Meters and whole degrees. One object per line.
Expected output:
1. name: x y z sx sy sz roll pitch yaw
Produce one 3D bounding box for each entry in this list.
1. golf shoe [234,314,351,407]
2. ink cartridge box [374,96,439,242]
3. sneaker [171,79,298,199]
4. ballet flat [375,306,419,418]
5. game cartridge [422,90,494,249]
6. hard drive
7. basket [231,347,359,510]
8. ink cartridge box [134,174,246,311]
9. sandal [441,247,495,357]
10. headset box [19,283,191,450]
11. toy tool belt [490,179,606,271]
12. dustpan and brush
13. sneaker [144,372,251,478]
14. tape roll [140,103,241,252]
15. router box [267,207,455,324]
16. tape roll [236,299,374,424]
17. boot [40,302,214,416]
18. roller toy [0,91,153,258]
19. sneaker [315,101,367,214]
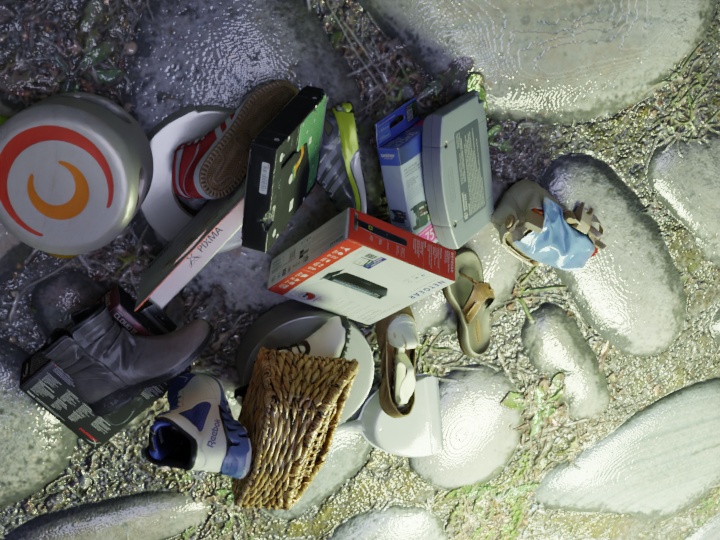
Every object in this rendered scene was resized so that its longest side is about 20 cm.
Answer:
1. golf shoe: -0.095 0.133 1.275 0.094 0.078 0.200 35 97 -27
2. ink cartridge box: 0.079 -0.130 1.277 0.119 0.042 0.200 -40 125 -45
3. sneaker: -0.166 -0.167 1.171 0.071 0.112 0.200 51 60 -25
4. ballet flat: 0.060 0.131 1.376 0.068 0.072 0.200 -1 99 -22
5. game cartridge: 0.138 -0.140 1.290 0.133 0.041 0.200 -33 124 -40
6. hard drive: -0.091 -0.128 1.111 0.038 0.200 0.140 16 124 9
7. basket: -0.080 0.221 1.204 0.149 0.143 0.200 10 119 -19
8. ink cartridge box: -0.199 -0.033 1.147 0.200 0.174 0.044 -45 109 5
9. sandal: 0.175 0.053 1.398 0.082 0.055 0.200 -31 122 -31
10. headset box: -0.345 0.129 1.268 0.200 0.075 0.149 -40 118 2
11. toy tool belt: 0.301 -0.050 1.369 0.200 0.123 0.125 23 104 -25
12. dustpan and brush: 0.028 0.244 1.455 0.200 0.057 0.140 -11 104 -20
13. sneaker: -0.228 0.196 1.180 0.115 0.199 0.081 8 109 -35
14. tape roll: -0.203 -0.122 1.228 0.202 0.037 0.203 -7 115 -15
15. router box: 0.000 0.000 1.251 0.179 0.049 0.200 20 149 -29
16. tape roll: -0.083 0.145 1.364 0.200 0.066 0.201 -7 115 -15
17. boot: -0.302 0.092 1.188 0.200 0.070 0.132 -34 113 -7
18. roller toy: -0.351 -0.120 1.118 0.182 0.140 0.200 -21 109 6
19. sneaker: -0.035 -0.127 1.253 0.081 0.074 0.200 -8 94 -1
